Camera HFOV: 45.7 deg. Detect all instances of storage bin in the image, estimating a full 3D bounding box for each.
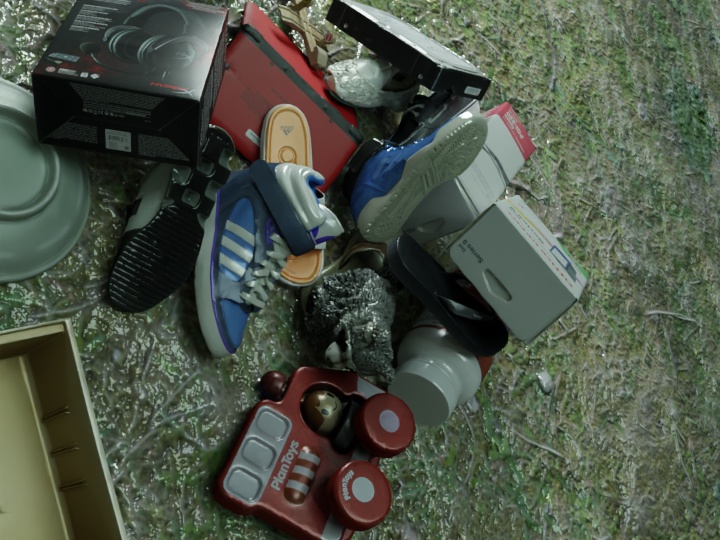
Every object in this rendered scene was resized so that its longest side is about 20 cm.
[{"bbox_3d":[-0.306,0.162,0.655,0.197,0.093,0.204,-11,83,-46],"label":"storage bin"}]

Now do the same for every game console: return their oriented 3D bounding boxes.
[{"bbox_3d":[-0.101,-0.204,1.051,0.199,0.118,0.173,40,81,-25],"label":"game console"}]

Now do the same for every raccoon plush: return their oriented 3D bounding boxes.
[{"bbox_3d":[0.026,0.035,0.947,0.201,0.133,0.097,-51,124,-18],"label":"raccoon plush"}]

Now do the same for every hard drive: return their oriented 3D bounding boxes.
[{"bbox_3d":[0.064,-0.293,1.127,0.199,0.038,0.139,40,25,28],"label":"hard drive"}]

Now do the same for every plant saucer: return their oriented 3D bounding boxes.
[{"bbox_3d":[-0.327,-0.092,0.764,0.198,0.050,0.204,19,62,-39],"label":"plant saucer"}]

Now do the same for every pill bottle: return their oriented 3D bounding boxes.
[{"bbox_3d":[0.114,0.096,1.077,0.113,0.111,0.200,53,47,-15],"label":"pill bottle"}]

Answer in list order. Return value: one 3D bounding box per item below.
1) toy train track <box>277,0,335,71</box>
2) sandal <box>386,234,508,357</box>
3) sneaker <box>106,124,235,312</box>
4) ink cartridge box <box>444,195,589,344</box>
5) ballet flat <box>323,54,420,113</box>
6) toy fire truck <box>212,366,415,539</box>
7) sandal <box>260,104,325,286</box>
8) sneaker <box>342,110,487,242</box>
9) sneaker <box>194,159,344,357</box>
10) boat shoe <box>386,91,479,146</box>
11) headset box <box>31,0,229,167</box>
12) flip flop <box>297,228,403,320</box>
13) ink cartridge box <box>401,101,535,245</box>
[{"bbox_3d":[-0.073,-0.356,1.106,0.114,0.032,0.203,14,56,-62],"label":"toy train track"},{"bbox_3d":[0.109,0.032,0.978,0.199,0.043,0.077,40,35,-28],"label":"sandal"},{"bbox_3d":[-0.199,-0.053,0.865,0.074,0.088,0.202,35,77,-35],"label":"sneaker"},{"bbox_3d":[0.195,-0.007,1.033,0.146,0.087,0.200,49,20,8],"label":"ink cartridge box"},{"bbox_3d":[0.024,-0.254,1.128,0.199,0.071,0.073,-11,81,-61],"label":"ballet flat"},{"bbox_3d":[-0.047,0.186,0.900,0.166,0.112,0.202,31,52,-9],"label":"toy fire truck"},{"bbox_3d":[-0.079,-0.087,0.964,0.078,0.059,0.211,-5,89,-19],"label":"sandal"},{"bbox_3d":[0.056,-0.138,1.028,0.076,0.200,0.112,21,31,-47],"label":"sneaker"},{"bbox_3d":[-0.089,-0.016,0.884,0.081,0.143,0.204,56,31,-71],"label":"sneaker"},{"bbox_3d":[0.085,-0.204,1.162,0.199,0.071,0.069,-37,119,-25],"label":"boat shoe"},{"bbox_3d":[-0.210,-0.196,0.822,0.146,0.078,0.202,9,43,-5],"label":"headset box"},{"bbox_3d":[0.000,0.000,1.040,0.199,0.057,0.082,-37,99,-44],"label":"flip flop"},{"bbox_3d":[0.128,-0.128,1.151,0.085,0.144,0.200,55,45,-16],"label":"ink cartridge box"}]
